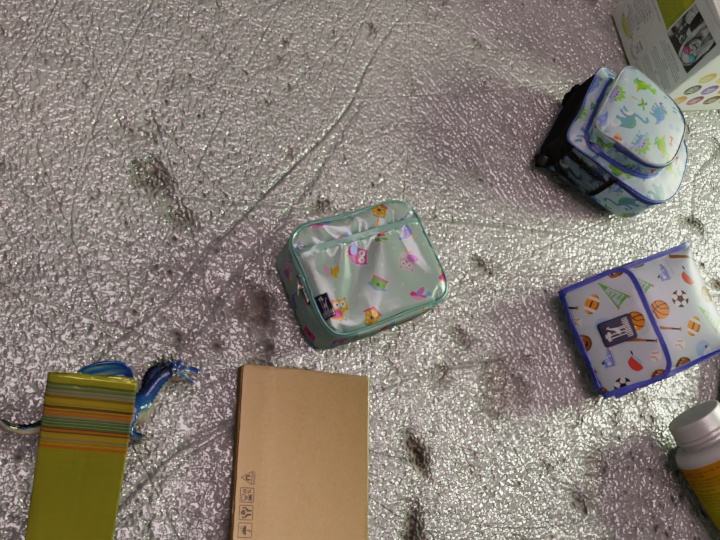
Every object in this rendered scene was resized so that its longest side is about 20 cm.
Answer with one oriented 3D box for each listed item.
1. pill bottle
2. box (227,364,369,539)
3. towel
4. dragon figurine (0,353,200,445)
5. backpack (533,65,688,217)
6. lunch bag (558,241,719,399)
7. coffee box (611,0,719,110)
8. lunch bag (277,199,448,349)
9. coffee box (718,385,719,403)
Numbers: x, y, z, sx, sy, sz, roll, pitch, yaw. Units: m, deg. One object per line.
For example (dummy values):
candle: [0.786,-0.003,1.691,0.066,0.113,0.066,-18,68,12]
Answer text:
pill bottle: [0.513,0.285,1.100,0.109,0.109,0.201,-29,84,-29]
box: [-0.067,0.215,0.926,0.162,0.021,0.201,9,68,-21]
towel: [-0.280,0.200,0.795,0.085,0.018,0.201,9,96,-15]
dragon figurine: [-0.273,0.132,0.847,0.199,0.059,0.100,5,70,-22]
backpack: [0.398,-0.188,1.202,0.200,0.147,0.184,36,64,-11]
lunch bag: [0.395,0.073,1.125,0.199,0.124,0.171,-17,78,-13]
coffee box: [0.578,-0.401,1.326,0.198,0.198,0.201,-6,72,-24]
lunch bag: [0.000,0.000,1.001,0.199,0.077,0.161,-17,79,-27]
coffee box: [0.642,0.200,1.224,0.199,0.044,0.124,24,64,-13]
